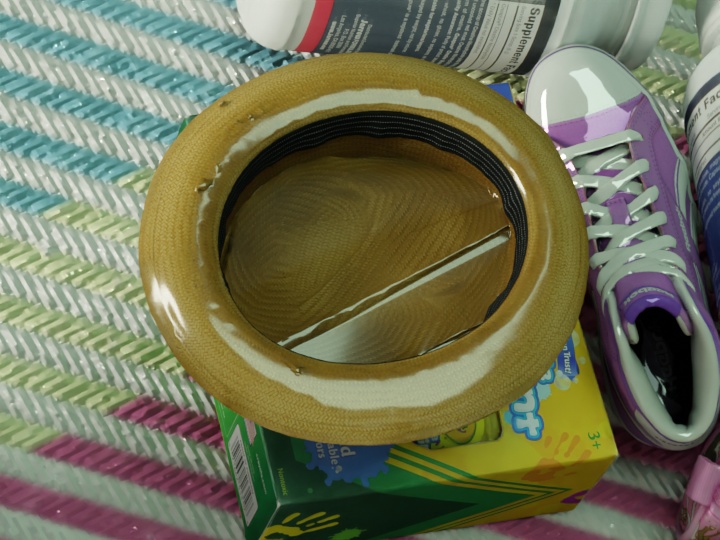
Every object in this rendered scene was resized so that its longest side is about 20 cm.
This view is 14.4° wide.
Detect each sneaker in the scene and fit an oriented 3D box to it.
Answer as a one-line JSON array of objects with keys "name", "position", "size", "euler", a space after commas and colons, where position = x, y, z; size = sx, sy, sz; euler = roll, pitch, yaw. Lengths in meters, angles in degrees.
[{"name": "sneaker", "position": [0.130, -0.014, 1.333], "size": [0.072, 0.114, 0.201], "euler": [-19, 88, 2]}]

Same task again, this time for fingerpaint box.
[{"name": "fingerpaint box", "position": [0.011, 0.020, 1.340], "size": [0.166, 0.073, 0.200], "euler": [-6, 66, -18]}]

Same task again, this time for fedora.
[{"name": "fedora", "position": [0.000, 0.000, 1.259], "size": [0.200, 0.082, 0.201], "euler": [3, 66, -7]}]

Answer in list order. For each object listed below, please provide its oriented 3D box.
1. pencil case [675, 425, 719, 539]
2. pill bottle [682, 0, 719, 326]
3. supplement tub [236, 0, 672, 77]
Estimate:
[{"name": "pencil case", "position": [0.244, 0.133, 1.341], "size": [0.200, 0.087, 0.083], "euler": [28, 68, 2]}, {"name": "pill bottle", "position": [0.215, -0.050, 1.367], "size": [0.111, 0.111, 0.200], "euler": [3, 57, -14]}, {"name": "supplement tub", "position": [0.046, -0.169, 1.406], "size": [0.199, 0.140, 0.141], "euler": [5, 63, -13]}]
